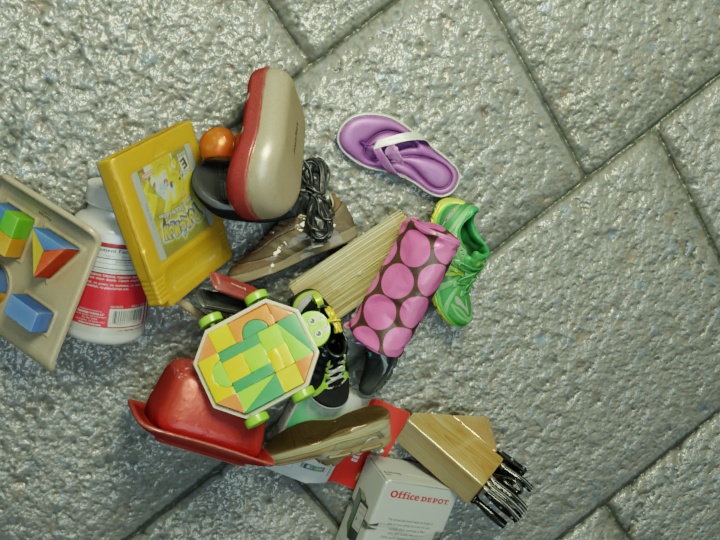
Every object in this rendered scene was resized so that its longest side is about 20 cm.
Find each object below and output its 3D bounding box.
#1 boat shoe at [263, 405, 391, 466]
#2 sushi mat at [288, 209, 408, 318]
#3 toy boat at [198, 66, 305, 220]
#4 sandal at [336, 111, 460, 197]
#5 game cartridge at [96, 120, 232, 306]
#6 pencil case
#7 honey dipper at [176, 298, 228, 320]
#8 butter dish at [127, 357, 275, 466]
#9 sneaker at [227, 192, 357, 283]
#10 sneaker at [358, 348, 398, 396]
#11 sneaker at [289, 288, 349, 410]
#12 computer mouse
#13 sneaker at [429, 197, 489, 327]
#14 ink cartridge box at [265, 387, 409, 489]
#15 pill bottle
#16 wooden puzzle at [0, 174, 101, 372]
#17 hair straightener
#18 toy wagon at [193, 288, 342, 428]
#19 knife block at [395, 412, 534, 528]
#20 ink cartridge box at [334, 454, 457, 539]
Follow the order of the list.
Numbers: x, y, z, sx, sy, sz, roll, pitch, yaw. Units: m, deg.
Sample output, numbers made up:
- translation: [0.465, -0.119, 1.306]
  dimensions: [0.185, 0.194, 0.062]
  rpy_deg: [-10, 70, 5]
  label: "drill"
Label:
- translation: [-0.045, 0.261, 1.191]
  dimensions: [0.197, 0.071, 0.066]
  rpy_deg: [-12, 110, -13]
  label: "boat shoe"
- translation: [0.000, 0.000, 1.161]
  dimensions: [0.199, 0.012, 0.096]
  rpy_deg: [-33, 123, 5]
  label: "sushi mat"
- translation: [-0.146, -0.160, 1.035]
  dimensions: [0.128, 0.203, 0.131]
  rpy_deg: [-3, 148, 10]
  label: "toy boat"
- translation: [0.063, -0.168, 1.149]
  dimensions: [0.200, 0.050, 0.083]
  rpy_deg: [21, 100, -19]
  label: "sandal"
- translation: [-0.245, -0.074, 1.040]
  dimensions: [0.032, 0.176, 0.203]
  rpy_deg: [-6, 113, 27]
  label: "game cartridge"
- translation: [0.058, 0.022, 1.125]
  dimensions: [0.093, 0.091, 0.202]
  rpy_deg: [33, 101, 21]
  label: "pencil case"
- translation: [-0.229, 0.058, 1.104]
  dimensions: [0.038, 0.038, 0.200]
  rpy_deg: [-46, 137, 2]
  label: "honey dipper"
- translation: [-0.208, 0.173, 1.120]
  dimensions: [0.197, 0.200, 0.150]
  rpy_deg: [22, 83, -19]
  label: "butter dish"
- translation: [-0.105, -0.044, 1.144]
  dimensions: [0.198, 0.070, 0.077]
  rpy_deg: [-23, 92, -10]
  label: "sneaker"
- translation: [0.033, 0.092, 1.218]
  dimensions: [0.078, 0.075, 0.202]
  rpy_deg: [23, 93, -6]
  label: "sneaker"
- translation: [-0.052, 0.122, 1.139]
  dimensions: [0.071, 0.082, 0.203]
  rpy_deg: [-28, 116, -24]
  label: "sneaker"
- translation: [-0.136, -0.099, 1.093]
  dimensions: [0.197, 0.140, 0.053]
  rpy_deg: [6, 150, -21]
  label: "computer mouse"
- translation: [0.150, -0.006, 1.195]
  dimensions: [0.074, 0.083, 0.203]
  rpy_deg: [-33, 121, -52]
  label: "sneaker"
- translation: [-0.034, 0.265, 1.257]
  dimensions: [0.198, 0.050, 0.163]
  rpy_deg: [26, 99, -18]
  label: "ink cartridge box"
- translation: [-0.330, -0.014, 1.059]
  dimensions: [0.110, 0.112, 0.203]
  rpy_deg: [8, 104, -16]
  label: "pill bottle"
- translation: [-0.433, 0.003, 1.018]
  dimensions: [0.184, 0.046, 0.202]
  rpy_deg: [28, 103, 22]
  label: "wooden puzzle"
- translation: [-0.154, 0.058, 1.136]
  dimensions: [0.077, 0.041, 0.199]
  rpy_deg: [-45, 143, 22]
  label: "hair straightener"
- translation: [-0.116, 0.103, 1.050]
  dimensions: [0.198, 0.040, 0.157]
  rpy_deg: [-27, 80, -8]
  label: "toy wagon"
- translation: [0.166, 0.318, 1.252]
  dimensions: [0.197, 0.177, 0.064]
  rpy_deg: [7, 136, -18]
  label: "knife block"
- translation: [0.053, 0.413, 1.296]
  dimensions: [0.144, 0.084, 0.203]
  rpy_deg: [16, 102, -27]
  label: "ink cartridge box"
